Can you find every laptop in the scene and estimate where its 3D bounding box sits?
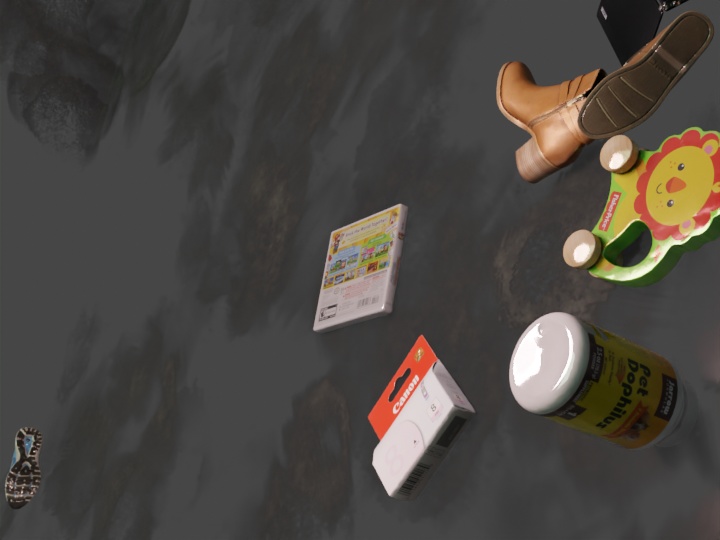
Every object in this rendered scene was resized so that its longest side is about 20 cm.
[{"bbox_3d":[0.405,-0.365,1.562,0.200,0.103,0.177,-26,45,14],"label":"laptop"}]

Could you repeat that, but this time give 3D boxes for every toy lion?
[{"bbox_3d":[0.353,-0.073,1.410,0.192,0.069,0.200,21,89,52],"label":"toy lion"}]

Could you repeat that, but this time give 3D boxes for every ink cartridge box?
[{"bbox_3d":[0.066,0.200,1.692,0.163,0.057,0.200,-58,36,17],"label":"ink cartridge box"}]

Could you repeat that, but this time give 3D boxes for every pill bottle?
[{"bbox_3d":[0.262,0.124,1.275,0.109,0.200,0.109,-36,42,42],"label":"pill bottle"}]

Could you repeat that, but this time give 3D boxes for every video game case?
[{"bbox_3d":[0.000,0.000,1.953,0.200,0.023,0.182,-20,54,53],"label":"video game case"}]

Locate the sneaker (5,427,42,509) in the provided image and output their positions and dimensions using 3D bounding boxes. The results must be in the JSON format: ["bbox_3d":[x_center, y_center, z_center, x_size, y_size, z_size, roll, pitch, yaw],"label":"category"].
[{"bbox_3d":[-0.802,0.481,2.885,0.090,0.078,0.200,120,159,-51],"label":"sneaker"}]

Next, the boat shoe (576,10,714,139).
[{"bbox_3d":[0.351,-0.232,1.479,0.200,0.072,0.068,-40,-3,9],"label":"boat shoe"}]

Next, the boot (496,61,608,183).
[{"bbox_3d":[0.264,-0.233,1.629,0.155,0.077,0.200,-38,44,43],"label":"boot"}]
